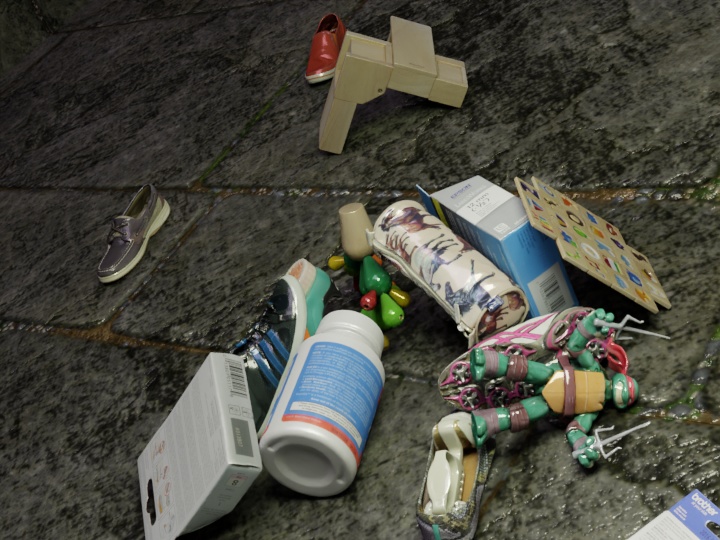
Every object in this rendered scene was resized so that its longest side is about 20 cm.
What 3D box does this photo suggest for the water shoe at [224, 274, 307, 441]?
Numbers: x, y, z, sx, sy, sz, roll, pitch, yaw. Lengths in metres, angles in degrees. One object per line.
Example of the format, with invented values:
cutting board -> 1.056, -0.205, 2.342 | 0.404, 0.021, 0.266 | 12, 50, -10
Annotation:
water shoe -> -0.119, 0.101, 1.357 | 0.071, 0.078, 0.203 | 9, 87, 64

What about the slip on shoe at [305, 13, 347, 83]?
slip on shoe -> -0.067, -0.409, 2.136 | 0.073, 0.062, 0.201 | -11, 38, 23

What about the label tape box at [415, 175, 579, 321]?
label tape box -> 0.159, -0.032, 1.358 | 0.066, 0.144, 0.200 | -34, 33, -9

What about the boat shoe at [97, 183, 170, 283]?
boat shoe -> -0.381, -0.064, 1.892 | 0.071, 0.065, 0.201 | -3, 41, 32

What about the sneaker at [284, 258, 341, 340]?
sneaker -> -0.087, 0.091, 1.454 | 0.071, 0.080, 0.202 | 4, 64, 63

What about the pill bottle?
pill bottle -> -0.034, 0.142, 1.295 | 0.111, 0.113, 0.201 | -9, 38, 27

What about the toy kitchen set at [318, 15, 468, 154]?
toy kitchen set -> 0.050, -0.293, 1.876 | 0.197, 0.182, 0.164 | 13, 37, -10

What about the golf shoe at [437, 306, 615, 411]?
golf shoe -> 0.172, 0.097, 1.239 | 0.198, 0.073, 0.092 | -20, 5, -10

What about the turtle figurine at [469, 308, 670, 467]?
turtle figurine -> 0.210, 0.122, 1.150 | 0.197, 0.101, 0.152 | -3, 77, -2

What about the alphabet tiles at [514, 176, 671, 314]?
alphabet tiles -> 0.253, -0.030, 1.257 | 0.006, 0.199, 0.167 | -51, 24, 24

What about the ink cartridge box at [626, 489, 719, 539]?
ink cartridge box -> 0.242, 0.281, 0.959 | 0.199, 0.042, 0.119 | -36, 33, -7

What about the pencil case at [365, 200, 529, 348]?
pencil case -> 0.094, 0.002, 1.300 | 0.089, 0.078, 0.200 | -20, 48, -35

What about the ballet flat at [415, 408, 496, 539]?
ballet flat -> 0.096, 0.193, 1.167 | 0.071, 0.072, 0.201 | -13, 35, 23

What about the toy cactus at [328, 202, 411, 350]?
toy cactus -> 0.000, 0.000, 1.418 | 0.101, 0.167, 0.200 | -15, 23, 1

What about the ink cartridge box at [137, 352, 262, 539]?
ink cartridge box -> -0.184, 0.217, 1.299 | 0.201, 0.056, 0.164 | -57, 33, 33
